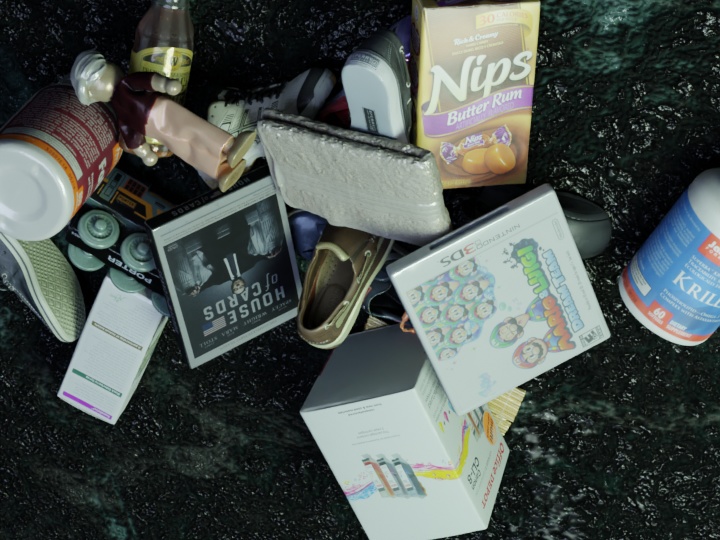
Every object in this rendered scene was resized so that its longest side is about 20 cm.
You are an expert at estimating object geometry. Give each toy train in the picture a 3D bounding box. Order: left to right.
[{"bbox_3d":[-0.232,-0.033,1.744,0.200,0.114,0.085,30,148,-4],"label":"toy train"}]

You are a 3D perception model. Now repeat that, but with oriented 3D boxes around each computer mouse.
[{"bbox_3d":[0.153,-0.033,1.663,0.200,0.046,0.140,22,124,3],"label":"computer mouse"}]

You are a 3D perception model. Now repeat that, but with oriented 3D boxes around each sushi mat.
[{"bbox_3d":[0.084,0.127,1.805,0.200,0.012,0.096,27,125,0],"label":"sushi mat"}]

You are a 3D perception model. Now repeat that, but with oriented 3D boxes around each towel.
[{"bbox_3d":[-0.007,-0.090,1.569,0.200,0.034,0.133,16,148,25],"label":"towel"}]

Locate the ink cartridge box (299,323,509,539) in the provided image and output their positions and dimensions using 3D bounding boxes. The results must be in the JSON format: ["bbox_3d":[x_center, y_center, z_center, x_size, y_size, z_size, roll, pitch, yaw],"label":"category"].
[{"bbox_3d":[0.054,0.180,1.751,0.145,0.145,0.200,-14,117,26],"label":"ink cartridge box"}]

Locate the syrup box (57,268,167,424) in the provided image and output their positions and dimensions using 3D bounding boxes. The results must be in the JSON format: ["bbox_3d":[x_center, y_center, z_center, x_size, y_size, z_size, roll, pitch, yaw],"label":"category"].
[{"bbox_3d":[-0.279,0.076,1.847,0.081,0.079,0.200,28,125,-1],"label":"syrup box"}]

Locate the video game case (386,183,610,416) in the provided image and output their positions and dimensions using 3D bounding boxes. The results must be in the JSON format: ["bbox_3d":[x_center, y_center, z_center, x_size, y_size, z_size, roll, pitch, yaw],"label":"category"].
[{"bbox_3d":[0.142,0.033,1.598,0.182,0.024,0.200,-28,124,-2],"label":"video game case"}]

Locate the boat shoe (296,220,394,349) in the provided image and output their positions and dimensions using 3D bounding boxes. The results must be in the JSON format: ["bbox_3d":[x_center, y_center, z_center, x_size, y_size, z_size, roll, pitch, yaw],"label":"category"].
[{"bbox_3d":[-0.014,-0.018,1.646,0.075,0.075,0.202,14,83,19],"label":"boat shoe"}]

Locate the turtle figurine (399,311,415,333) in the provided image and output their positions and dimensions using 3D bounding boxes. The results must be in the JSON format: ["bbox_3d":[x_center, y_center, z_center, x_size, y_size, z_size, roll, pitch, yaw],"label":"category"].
[{"bbox_3d":[0.156,0.046,1.664,0.200,0.064,0.161,-32,140,15],"label":"turtle figurine"}]

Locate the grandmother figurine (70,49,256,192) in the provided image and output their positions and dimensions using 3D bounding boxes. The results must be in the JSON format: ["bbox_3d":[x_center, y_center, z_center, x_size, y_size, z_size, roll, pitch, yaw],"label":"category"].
[{"bbox_3d":[-0.205,-0.154,1.589,0.200,0.061,0.121,33,126,7],"label":"grandmother figurine"}]

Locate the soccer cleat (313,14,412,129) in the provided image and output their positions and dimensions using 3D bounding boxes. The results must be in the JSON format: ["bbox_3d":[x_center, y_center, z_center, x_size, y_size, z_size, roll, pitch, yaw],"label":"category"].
[{"bbox_3d":[0.014,-0.178,1.598,0.067,0.076,0.200,42,124,-10],"label":"soccer cleat"}]

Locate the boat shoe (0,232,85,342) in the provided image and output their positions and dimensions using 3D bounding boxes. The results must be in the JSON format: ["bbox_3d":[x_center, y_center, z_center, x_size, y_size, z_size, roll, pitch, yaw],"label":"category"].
[{"bbox_3d":[-0.386,-0.003,1.834,0.062,0.075,0.200,-27,100,33],"label":"boat shoe"}]

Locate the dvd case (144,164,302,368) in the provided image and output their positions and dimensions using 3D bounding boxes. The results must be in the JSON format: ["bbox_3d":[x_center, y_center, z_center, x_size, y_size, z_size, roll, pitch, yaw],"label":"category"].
[{"bbox_3d":[-0.140,-0.002,1.691,0.025,0.150,0.200,44,154,44],"label":"dvd case"}]

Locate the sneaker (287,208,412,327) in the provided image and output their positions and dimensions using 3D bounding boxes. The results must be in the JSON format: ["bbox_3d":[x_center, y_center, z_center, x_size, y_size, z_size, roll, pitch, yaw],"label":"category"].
[{"bbox_3d":[0.000,0.000,1.709,0.200,0.085,0.075,26,125,1],"label":"sneaker"}]

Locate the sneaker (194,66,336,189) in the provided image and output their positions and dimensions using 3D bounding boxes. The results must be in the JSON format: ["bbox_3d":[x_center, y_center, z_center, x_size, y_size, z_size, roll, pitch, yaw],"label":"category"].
[{"bbox_3d":[-0.115,-0.161,1.650,0.200,0.076,0.088,-34,106,31],"label":"sneaker"}]

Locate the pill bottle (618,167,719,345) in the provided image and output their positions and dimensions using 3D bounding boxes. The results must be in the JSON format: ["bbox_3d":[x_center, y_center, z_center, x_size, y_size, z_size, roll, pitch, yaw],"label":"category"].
[{"bbox_3d":[0.352,-0.030,1.563,0.112,0.112,0.200,30,125,-2],"label":"pill bottle"}]

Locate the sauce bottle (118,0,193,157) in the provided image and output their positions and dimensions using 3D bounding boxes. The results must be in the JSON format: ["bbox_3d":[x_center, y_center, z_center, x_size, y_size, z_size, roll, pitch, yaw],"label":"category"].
[{"bbox_3d":[-0.206,-0.217,1.633,0.066,0.066,0.200,14,111,9],"label":"sauce bottle"}]

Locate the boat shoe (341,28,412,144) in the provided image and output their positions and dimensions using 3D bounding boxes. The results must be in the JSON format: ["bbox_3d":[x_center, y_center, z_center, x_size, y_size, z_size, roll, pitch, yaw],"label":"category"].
[{"bbox_3d":[0.022,-0.158,1.540,0.070,0.066,0.200,19,151,21],"label":"boat shoe"}]

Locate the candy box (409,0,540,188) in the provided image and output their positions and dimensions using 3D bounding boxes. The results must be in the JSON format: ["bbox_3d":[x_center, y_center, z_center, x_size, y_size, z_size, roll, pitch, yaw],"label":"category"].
[{"bbox_3d":[0.107,-0.179,1.557,0.117,0.056,0.200,-5,122,-9],"label":"candy box"}]

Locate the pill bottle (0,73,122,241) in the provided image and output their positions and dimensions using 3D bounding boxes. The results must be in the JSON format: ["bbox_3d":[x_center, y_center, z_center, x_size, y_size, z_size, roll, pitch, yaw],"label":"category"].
[{"bbox_3d":[-0.316,-0.126,1.659,0.114,0.200,0.114,8,124,13],"label":"pill bottle"}]
